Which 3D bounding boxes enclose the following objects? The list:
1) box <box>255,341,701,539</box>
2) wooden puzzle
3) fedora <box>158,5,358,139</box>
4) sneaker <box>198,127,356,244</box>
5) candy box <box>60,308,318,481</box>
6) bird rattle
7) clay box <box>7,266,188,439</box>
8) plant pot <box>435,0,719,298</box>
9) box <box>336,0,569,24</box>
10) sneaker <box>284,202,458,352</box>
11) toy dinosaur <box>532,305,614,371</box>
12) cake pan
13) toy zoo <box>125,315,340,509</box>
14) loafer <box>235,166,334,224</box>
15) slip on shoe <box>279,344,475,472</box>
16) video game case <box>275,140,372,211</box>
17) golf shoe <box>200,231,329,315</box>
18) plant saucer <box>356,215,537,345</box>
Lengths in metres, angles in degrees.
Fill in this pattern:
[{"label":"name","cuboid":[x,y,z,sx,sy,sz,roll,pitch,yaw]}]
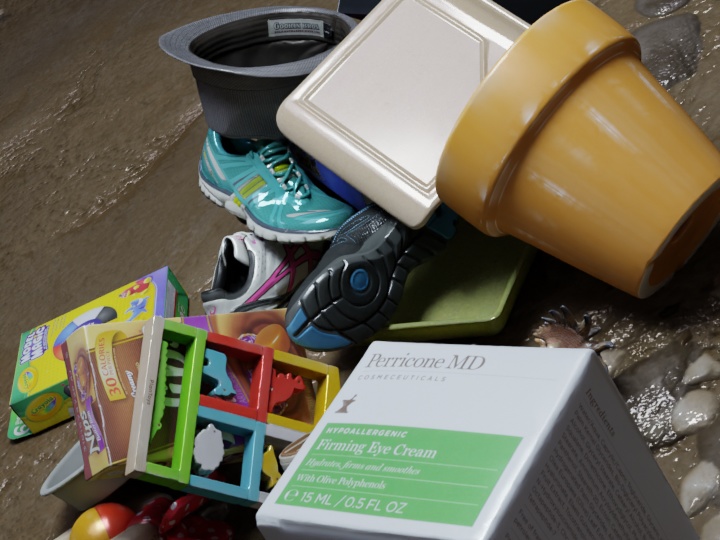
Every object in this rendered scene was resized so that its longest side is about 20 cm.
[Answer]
[{"label":"box","cuboid":[0.083,0.175,1.228,0.198,0.201,0.172,0,42,42]},{"label":"wooden puzzle","cuboid":[0.051,-0.152,1.585,0.185,0.037,0.200,37,82,30]},{"label":"fedora","cuboid":[-0.086,-0.178,1.712,0.176,0.091,0.199,22,35,39]},{"label":"sneaker","cuboid":[-0.082,-0.081,1.707,0.199,0.080,0.077,29,34,36]},{"label":"candy box","cuboid":[-0.135,0.099,1.498,0.199,0.117,0.056,-5,-16,-32]},{"label":"bird rattle","cuboid":[-0.201,0.219,1.516,0.200,0.113,0.163,-38,16,-13]},{"label":"clay box","cuboid":[-0.264,0.082,1.793,0.199,0.048,0.115,-24,33,13]},{"label":"plant pot","cuboid":[0.192,-0.082,1.470,0.183,0.200,0.200,39,71,18]},{"label":"box","cuboid":[0.096,-0.277,1.861,0.199,0.141,0.079,12,93,49]},{"label":"sneaker","cuboid":[0.000,0.000,1.573,0.082,0.073,0.200,2,36,50]},{"label":"toy dinosaur","cuboid":[0.154,0.099,1.382,0.135,0.086,0.200,-30,37,-8]},{"label":"cake pan","cuboid":[-0.195,0.136,1.606,0.200,0.037,0.200,-41,8,7]},{"label":"toy zoo","cuboid":[-0.086,0.123,1.471,0.020,0.199,0.132,-34,46,53]},{"label":"loafer","cuboid":[-0.042,-0.112,1.826,0.199,0.072,0.063,-26,62,-4]},{"label":"slip on shoe","cuboid":[0.025,0.126,1.480,0.200,0.061,0.076,-32,8,-34]},{"label":"video game case","cuboid":[0.025,-0.147,1.745,0.181,0.046,0.200,-32,38,-16]},{"label":"golf shoe","cuboid":[-0.088,-0.011,1.724,0.072,0.092,0.201,-12,36,30]},{"label":"plant saucer","cuboid":[0.076,-0.005,1.615,0.199,0.048,0.200,-6,41,35]}]
